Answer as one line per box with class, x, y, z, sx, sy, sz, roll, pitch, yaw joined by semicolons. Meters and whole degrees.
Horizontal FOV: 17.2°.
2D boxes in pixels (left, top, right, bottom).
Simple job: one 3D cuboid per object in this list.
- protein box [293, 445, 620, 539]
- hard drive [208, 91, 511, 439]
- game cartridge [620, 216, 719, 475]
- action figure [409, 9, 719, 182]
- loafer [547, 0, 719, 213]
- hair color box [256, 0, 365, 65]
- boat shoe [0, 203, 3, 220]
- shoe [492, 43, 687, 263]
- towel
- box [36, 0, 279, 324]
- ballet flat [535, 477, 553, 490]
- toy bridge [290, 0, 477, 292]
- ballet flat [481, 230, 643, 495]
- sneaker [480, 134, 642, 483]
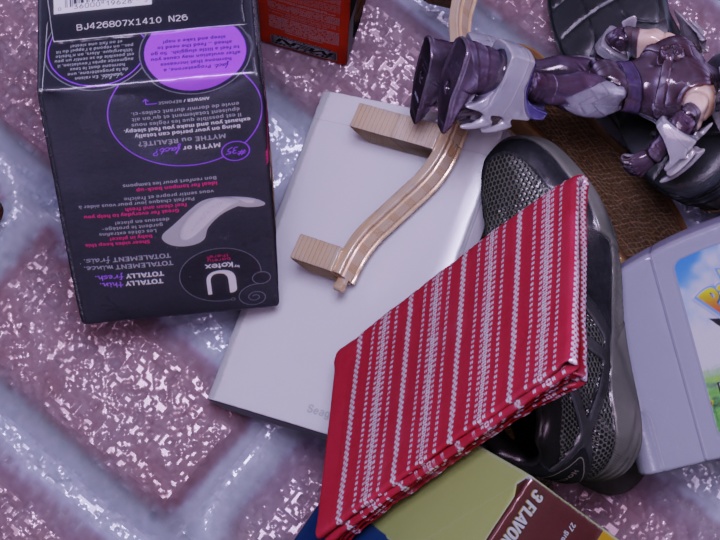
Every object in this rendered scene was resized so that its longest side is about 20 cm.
protein box;0.087;0.194;1.277;0.200;0.198;0.135;36;86;-22
hard drive;0.000;0.000;1.403;0.131;0.026;0.201;14;78;33
game cartridge;0.236;0.030;1.348;0.199;0.040;0.134;-16;92;13
action figure;0.134;-0.102;1.335;0.199;0.130;0.070;2;114;-15
loafer;0.170;-0.117;1.436;0.072;0.072;0.201;-27;62;12
hair color box;-0.021;-0.198;1.377;0.061;0.200;0.102;15;80;1
boat shoe;-0.286;0.025;1.398;0.070;0.070;0.201;31;81;8
shoe;0.134;-0.046;1.435;0.070;0.053;0.200;-33;86;-39
towel;0.049;0.050;1.256;0.022;0.200;0.145;34;38;-25
box;-0.112;-0.075;1.345;0.121;0.201;0.107;-5;50;-2
ballet flat;0.038;0.184;1.390;0.200;0.046;0.067;-43;83;-8
toy bridge;0.027;-0.079;1.386;0.067;0.027;0.201;17;79;33
ballet flat;0.108;0.042;1.405;0.068;0.068;0.201;-30;82;-8
sneaker;0.089;0.019;1.315;0.076;0.114;0.201;-16;78;41
